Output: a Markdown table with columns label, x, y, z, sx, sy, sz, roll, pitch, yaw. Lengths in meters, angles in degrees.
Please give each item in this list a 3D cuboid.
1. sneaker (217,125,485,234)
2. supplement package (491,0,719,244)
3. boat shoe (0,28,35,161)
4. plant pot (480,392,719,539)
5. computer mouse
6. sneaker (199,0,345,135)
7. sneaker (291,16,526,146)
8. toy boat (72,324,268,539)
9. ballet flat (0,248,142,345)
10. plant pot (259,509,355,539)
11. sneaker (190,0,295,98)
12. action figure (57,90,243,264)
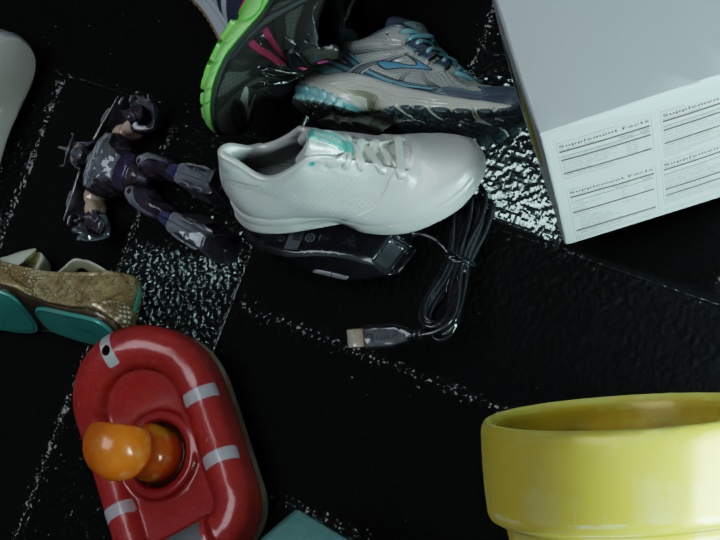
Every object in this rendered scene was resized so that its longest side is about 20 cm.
| label | x | y | z | sx | sy | sz | roll | pitch | yaw |
| --- | --- | --- | --- | --- | --- | --- | --- | --- | --- |
| sneaker | -0.010 | -0.076 | 1.406 | 0.198 | 0.089 | 0.076 | -8 | 54 | 13 |
| supplement package | 0.176 | -0.139 | 1.274 | 0.149 | 0.200 | 0.153 | -17 | 69 | 5 |
| boat shoe | -0.351 | -0.118 | 1.658 | 0.068 | 0.072 | 0.202 | 30 | 100 | 52 |
| plant pot | 0.182 | 0.183 | 1.228 | 0.199 | 0.200 | 0.191 | -4 | 91 | 27 |
| computer mouse | 0.000 | 0.000 | 1.438 | 0.198 | 0.046 | 0.142 | 4 | 61 | 21 |
| sneaker | -0.057 | -0.169 | 1.432 | 0.083 | 0.077 | 0.201 | 35 | 126 | 0 |
| sneaker | 0.040 | -0.149 | 1.444 | 0.198 | 0.077 | 0.087 | 10 | 79 | 30 |
| toy boat | -0.162 | 0.136 | 1.452 | 0.130 | 0.130 | 0.202 | -30 | 66 | 19 |
| ballet flat | -0.259 | 0.018 | 1.583 | 0.198 | 0.071 | 0.066 | 11 | 56 | 28 |
| plant pot | -0.044 | 0.284 | 1.351 | 0.141 | 0.141 | 0.201 | 27 | 84 | 31 |
| sneaker | -0.090 | -0.246 | 1.522 | 0.201 | 0.070 | 0.109 | 56 | 133 | 21 |
| action figure | -0.176 | -0.075 | 1.549 | 0.199 | 0.069 | 0.131 | 22 | 98 | 35 |
